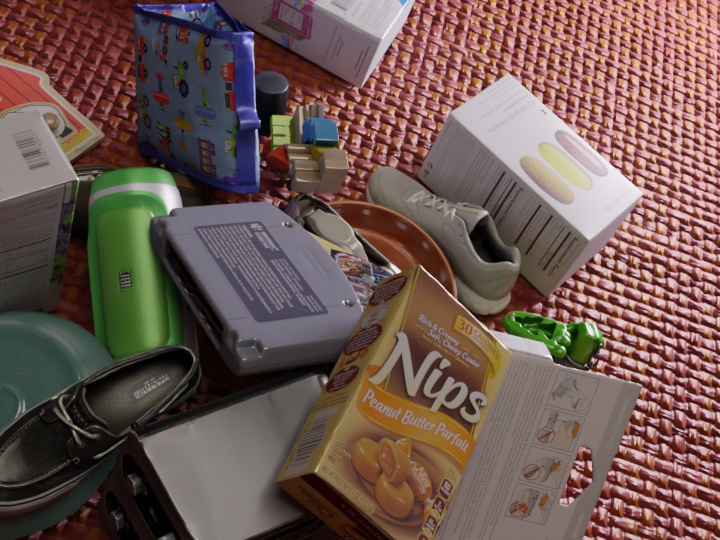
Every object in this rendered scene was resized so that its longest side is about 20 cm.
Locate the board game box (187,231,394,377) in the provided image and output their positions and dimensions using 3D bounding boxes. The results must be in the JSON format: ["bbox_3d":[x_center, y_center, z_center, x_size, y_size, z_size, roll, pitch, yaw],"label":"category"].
[{"bbox_3d":[-0.031,0.032,1.066,0.199,0.035,0.135,27,38,21],"label":"board game box"}]

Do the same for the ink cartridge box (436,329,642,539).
[{"bbox_3d":[0.130,0.158,1.072,0.173,0.201,0.044,14,17,-11],"label":"ink cartridge box"}]

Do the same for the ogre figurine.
[{"bbox_3d":[0.121,0.099,1.143,0.199,0.120,0.098,-17,48,-26],"label":"ogre figurine"}]

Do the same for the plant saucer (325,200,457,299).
[{"bbox_3d":[-0.004,0.023,1.206,0.199,0.032,0.201,6,58,-9],"label":"plant saucer"}]

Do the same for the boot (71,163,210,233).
[{"bbox_3d":[-0.231,-0.042,1.153,0.199,0.075,0.097,-2,54,-24],"label":"boot"}]

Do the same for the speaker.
[{"bbox_3d":[-0.193,0.014,1.084,0.088,0.088,0.201,-4,79,-22],"label":"speaker"}]

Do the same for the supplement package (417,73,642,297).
[{"bbox_3d":[0.181,-0.093,1.317,0.200,0.110,0.114,44,53,13],"label":"supplement package"}]

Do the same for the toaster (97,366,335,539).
[{"bbox_3d":[-0.097,0.175,0.983,0.199,0.181,0.119,-18,69,-30],"label":"toaster"}]

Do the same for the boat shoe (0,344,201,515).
[{"bbox_3d":[-0.212,0.112,0.945,0.200,0.071,0.072,-36,79,-21],"label":"boat shoe"}]

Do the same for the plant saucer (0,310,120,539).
[{"bbox_3d":[-0.294,0.118,1.000,0.199,0.036,0.201,0,65,0],"label":"plant saucer"}]

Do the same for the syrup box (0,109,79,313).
[{"bbox_3d":[-0.301,-0.036,1.041,0.081,0.200,0.079,-21,65,-29],"label":"syrup box"}]

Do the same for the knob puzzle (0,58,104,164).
[{"bbox_3d":[-0.383,-0.154,1.205,0.218,0.031,0.221,10,53,-13],"label":"knob puzzle"}]

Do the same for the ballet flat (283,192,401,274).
[{"bbox_3d":[0.000,0.000,1.159,0.200,0.071,0.069,42,67,13],"label":"ballet flat"}]

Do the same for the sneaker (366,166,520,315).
[{"bbox_3d":[0.093,-0.051,1.266,0.200,0.092,0.076,42,53,13],"label":"sneaker"}]

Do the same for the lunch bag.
[{"bbox_3d":[-0.145,-0.166,1.168,0.094,0.151,0.200,-9,24,-25],"label":"lunch bag"}]

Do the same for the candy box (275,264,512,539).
[{"bbox_3d":[0.031,0.109,0.926,0.115,0.055,0.200,43,54,-20],"label":"candy box"}]

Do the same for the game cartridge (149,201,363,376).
[{"bbox_3d":[-0.080,0.011,1.014,0.132,0.041,0.200,-9,40,-28],"label":"game cartridge"}]

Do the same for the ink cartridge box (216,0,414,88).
[{"bbox_3d":[-0.047,-0.326,1.416,0.199,0.085,0.145,30,51,1],"label":"ink cartridge box"}]

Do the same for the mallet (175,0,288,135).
[{"bbox_3d":[-0.143,-0.236,1.329,0.041,0.066,0.200,-25,67,-31],"label":"mallet"}]

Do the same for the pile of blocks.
[{"bbox_3d":[-0.066,-0.125,1.213,0.062,0.083,0.200,1,11,-17],"label":"pile of blocks"}]
